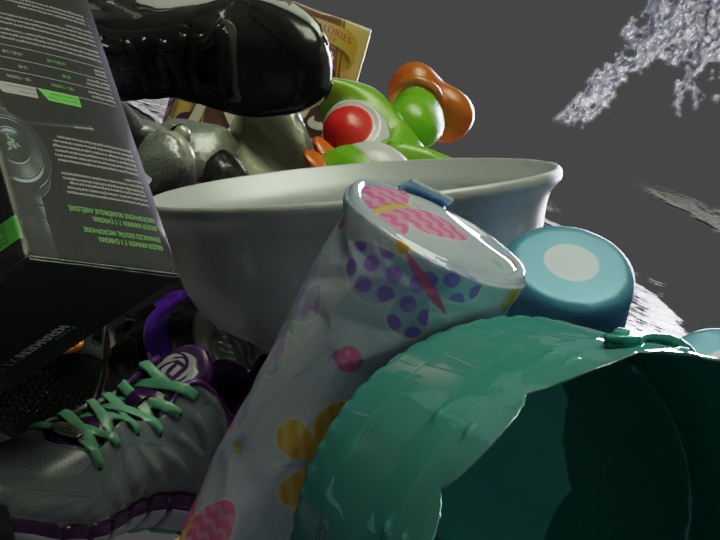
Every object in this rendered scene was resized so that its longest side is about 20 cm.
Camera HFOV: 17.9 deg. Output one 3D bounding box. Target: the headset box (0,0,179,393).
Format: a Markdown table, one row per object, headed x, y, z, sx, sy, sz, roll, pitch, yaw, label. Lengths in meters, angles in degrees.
| x | y | z | sx | sy | sz | roll | pitch | yaw | label |
| --- | --- | --- | --- | --- | --- | --- | --- | --- | --- |
| -0.189 | -0.037 | 0.968 | 0.093 | 0.174 | 0.200 | 8 | 58 | -53 | headset box |

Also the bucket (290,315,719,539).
| x | y | z | sx | sy | sz | roll | pitch | yaw | label |
| --- | --- | --- | --- | --- | --- | --- | --- | --- | --- |
| 0.079 | 0.115 | 0.837 | 0.207 | 0.207 | 0.135 | 17 | 5 | -23 | bucket |

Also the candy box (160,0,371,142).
| x | y | z | sx | sy | sz | roll | pitch | yaw | label |
| --- | --- | --- | --- | --- | --- | --- | --- | --- | --- |
| -0.078 | -0.087 | 1.558 | 0.117 | 0.200 | 0.056 | 18 | -10 | -13 | candy box |

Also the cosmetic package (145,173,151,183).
| x | y | z | sx | sy | sz | roll | pitch | yaw | label |
| --- | --- | --- | --- | --- | --- | --- | --- | --- | --- |
| -0.217 | -0.058 | 1.134 | 0.200 | 0.113 | 0.081 | 40 | 46 | -5 | cosmetic package |

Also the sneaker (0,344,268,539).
| x | y | z | sx | sy | sz | roll | pitch | yaw | label |
| --- | --- | --- | --- | --- | --- | --- | --- | --- | --- |
| -0.110 | 0.069 | 0.994 | 0.074 | 0.088 | 0.200 | 26 | 11 | 27 | sneaker |

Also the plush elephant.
| x | y | z | sx | sy | sz | roll | pitch | yaw | label |
| --- | --- | --- | --- | --- | --- | --- | --- | --- | --- |
| -0.117 | -0.043 | 1.344 | 0.200 | 0.165 | 0.155 | 35 | 36 | -40 | plush elephant |

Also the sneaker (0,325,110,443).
| x | y | z | sx | sy | sz | roll | pitch | yaw | label |
| --- | --- | --- | --- | --- | --- | --- | --- | --- | --- |
| -0.145 | -0.009 | 1.033 | 0.078 | 0.200 | 0.077 | 2 | 0 | -17 | sneaker |

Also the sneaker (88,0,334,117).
| x | y | z | sx | sy | sz | roll | pitch | yaw | label |
| --- | --- | --- | --- | --- | --- | --- | --- | --- | --- |
| -0.111 | -0.115 | 1.273 | 0.200 | 0.076 | 0.088 | 13 | 31 | 33 | sneaker |

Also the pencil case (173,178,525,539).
| x | y | z | sx | sy | sz | roll | pitch | yaw | label |
| --- | --- | --- | --- | --- | --- | --- | --- | --- | --- |
| -0.010 | 0.062 | 0.930 | 0.083 | 0.200 | 0.091 | 26 | 16 | -5 | pencil case |

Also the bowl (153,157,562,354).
| x | y | z | sx | sy | sz | roll | pitch | yaw | label |
| --- | --- | --- | --- | --- | --- | --- | --- | --- | --- |
| 0.000 | 0.000 | 1.102 | 0.201 | 0.090 | 0.201 | -5 | 7 | 1 | bowl |

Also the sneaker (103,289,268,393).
| x | y | z | sx | sy | sz | roll | pitch | yaw | label |
| --- | --- | --- | --- | --- | --- | --- | --- | --- | --- |
| -0.082 | 0.031 | 1.233 | 0.099 | 0.070 | 0.200 | -18 | 4 | 20 | sneaker |

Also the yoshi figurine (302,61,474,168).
| x | y | z | sx | sy | sz | roll | pitch | yaw | label |
| --- | --- | --- | --- | --- | --- | --- | --- | --- | --- |
| 0.021 | -0.039 | 1.306 | 0.112 | 0.112 | 0.200 | 10 | 26 | 3 | yoshi figurine |

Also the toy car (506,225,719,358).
| x | y | z | sx | sy | sz | roll | pitch | yaw | label |
| --- | --- | --- | --- | --- | --- | --- | --- | --- | --- |
| 0.066 | 0.117 | 0.988 | 0.177 | 0.184 | 0.200 | 35 | 46 | 28 | toy car |
